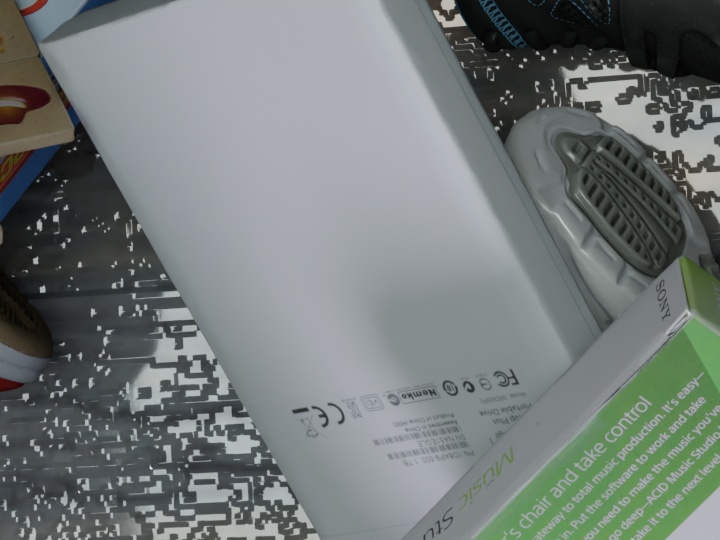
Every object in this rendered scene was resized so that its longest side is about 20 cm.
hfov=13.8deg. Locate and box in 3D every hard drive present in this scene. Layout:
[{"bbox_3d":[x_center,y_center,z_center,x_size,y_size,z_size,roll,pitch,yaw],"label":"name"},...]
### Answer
[{"bbox_3d":[0.000,0.000,0.888,0.132,0.027,0.200,-13,114,42],"label":"hard drive"}]

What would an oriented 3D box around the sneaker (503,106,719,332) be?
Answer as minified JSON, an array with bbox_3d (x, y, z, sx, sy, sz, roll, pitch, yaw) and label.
[{"bbox_3d":[0.092,0.046,0.926,0.200,0.078,0.099,51,129,-2],"label":"sneaker"}]

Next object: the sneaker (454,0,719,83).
[{"bbox_3d":[0.080,-0.095,0.933,0.200,0.073,0.082,39,113,16],"label":"sneaker"}]

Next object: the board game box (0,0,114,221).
[{"bbox_3d":[-0.206,-0.057,0.927,0.195,0.200,0.056,23,138,12],"label":"board game box"}]

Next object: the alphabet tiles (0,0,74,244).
[{"bbox_3d":[-0.194,-0.054,0.883,0.199,0.008,0.167,-13,50,-20],"label":"alphabet tiles"}]

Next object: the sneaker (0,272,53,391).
[{"bbox_3d":[-0.202,0.013,0.981,0.200,0.071,0.113,32,92,19],"label":"sneaker"}]

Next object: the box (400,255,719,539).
[{"bbox_3d":[0.119,0.102,0.864,0.200,0.036,0.144,34,114,-22],"label":"box"}]
